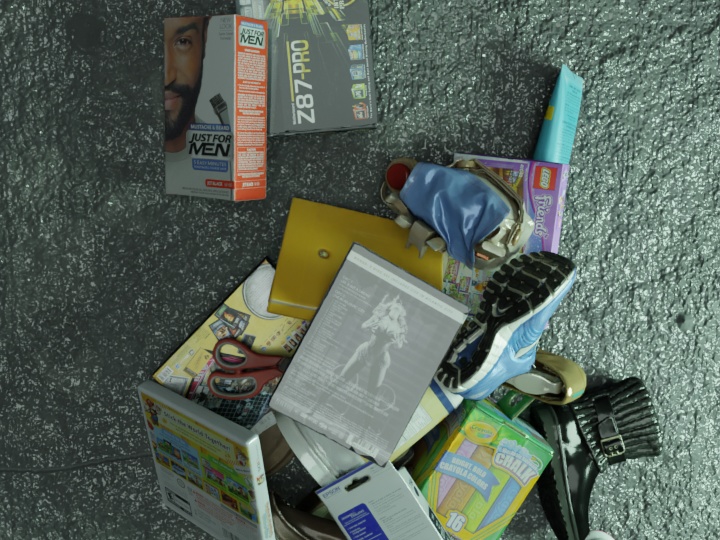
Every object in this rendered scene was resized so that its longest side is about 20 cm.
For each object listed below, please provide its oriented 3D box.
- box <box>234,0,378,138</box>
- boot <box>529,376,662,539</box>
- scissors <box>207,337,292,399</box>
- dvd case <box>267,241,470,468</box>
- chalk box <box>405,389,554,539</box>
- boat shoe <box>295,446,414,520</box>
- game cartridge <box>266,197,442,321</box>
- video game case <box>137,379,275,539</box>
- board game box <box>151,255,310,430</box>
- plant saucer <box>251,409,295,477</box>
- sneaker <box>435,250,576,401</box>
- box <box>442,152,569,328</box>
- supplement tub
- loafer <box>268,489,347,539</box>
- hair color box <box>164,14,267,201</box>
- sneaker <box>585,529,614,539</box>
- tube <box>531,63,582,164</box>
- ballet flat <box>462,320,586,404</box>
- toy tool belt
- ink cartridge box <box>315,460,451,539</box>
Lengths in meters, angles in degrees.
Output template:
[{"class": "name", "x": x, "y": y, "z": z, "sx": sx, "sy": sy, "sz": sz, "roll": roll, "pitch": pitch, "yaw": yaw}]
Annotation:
[{"class": "box", "x": -0.064, "y": -0.265, "z": 0.934, "sx": 0.159, "sy": 0.049, "sz": 0.203, "roll": -4, "pitch": 98, "yaw": 1}, {"class": "boot", "x": 0.315, "y": 0.254, "z": 1.019, "sx": 0.156, "sy": 0.079, "sz": 0.214, "roll": -12, "pitch": 103, "yaw": -7}, {"class": "scissors", "x": -0.086, "y": 0.117, "z": 0.921, "sx": 0.197, "sy": 0.014, "sz": 0.074, "roll": 0, "pitch": 92, "yaw": 8}, {"class": "dvd case", "x": 0.009, "y": 0.093, "z": 0.849, "sx": 0.148, "sy": 0.016, "sz": 0.202, "roll": 28, "pitch": 92, "yaw": -5}, {"class": "chalk box", "x": 0.149, "y": 0.223, "z": 0.980, "sx": 0.123, "sy": 0.124, "sz": 0.201, "roll": 31, "pitch": 94, "yaw": -8}, {"class": "boat shoe", "x": -0.004, "y": 0.288, "z": 1.008, "sx": 0.200, "sy": 0.072, "sz": 0.066, "roll": -39, "pitch": 104, "yaw": 7}, {"class": "game cartridge", "x": 0.000, "y": 0.000, "z": 0.924, "sx": 0.198, "sy": 0.177, "sz": 0.033, "roll": 14, "pitch": 135, "yaw": -6}, {"class": "video game case", "x": -0.182, "y": 0.239, "z": 0.922, "sx": 0.023, "sy": 0.199, "sz": 0.184, "roll": -29, "pitch": 125, "yaw": -42}, {"class": "board game box", "x": -0.138, "y": 0.101, "z": 0.959, "sx": 0.200, "sy": 0.035, "sz": 0.136, "roll": -45, "pitch": 98, "yaw": 2}, {"class": "plant saucer", "x": -0.162, "y": 0.183, "z": 1.000, "sx": 0.197, "sy": 0.029, "sz": 0.203, "roll": -1, "pitch": 97, "yaw": -5}, {"class": "sneaker", "x": 0.171, "y": 0.065, "z": 0.883, "sx": 0.200, "sy": 0.079, "sz": 0.089, "roll": -47, "pitch": 136, "yaw": 1}, {"class": "box", "x": 0.172, "y": -0.037, "z": 0.956, "sx": 0.135, "sy": 0.039, "sz": 0.203, "roll": 10, "pitch": 100, "yaw": 25}, {"class": "supplement tub", "x": 0.009, "y": 0.160, "z": 0.944, "sx": 0.199, "sy": 0.144, "sz": 0.145, "roll": -38, "pitch": 99, "yaw": -3}, {"class": "loafer", "x": -0.046, "y": 0.328, "z": 0.955, "sx": 0.200, "sy": 0.073, "sz": 0.071, "roll": 43, "pitch": 93, "yaw": -14}, {"class": "hair color box", "x": -0.168, "y": -0.186, "z": 0.903, "sx": 0.110, "sy": 0.064, "sz": 0.203, "roll": 8, "pitch": 101, "yaw": 31}, {"class": "sneaker", "x": 0.275, "y": 0.440, "z": 1.036, "sx": 0.081, "sy": 0.088, "sz": 0.200, "roll": 42, "pitch": 93, "yaw": -8}, {"class": "tube", "x": 0.239, "y": -0.146, "z": 0.967, "sx": 0.050, "sy": 0.077, "sz": 0.202, "roll": 17, "pitch": 99, "yaw": 27}, {"class": "ballet flat", "x": 0.171, "y": 0.110, "z": 0.941, "sx": 0.198, "sy": 0.063, "sz": 0.070, "roll": 15, "pitch": 110, "yaw": 27}, {"class": "toy tool belt", "x": 0.095, "y": -0.074, "z": 0.898, "sx": 0.199, "sy": 0.123, "sz": 0.126, "roll": 34, "pitch": 108, "yaw": 19}, {"class": "ink cartridge box", "x": 0.040, "y": 0.305, "z": 0.908, "sx": 0.099, "sy": 0.039, "sz": 0.201, "roll": -29, "pitch": 101, "yaw": 11}]
